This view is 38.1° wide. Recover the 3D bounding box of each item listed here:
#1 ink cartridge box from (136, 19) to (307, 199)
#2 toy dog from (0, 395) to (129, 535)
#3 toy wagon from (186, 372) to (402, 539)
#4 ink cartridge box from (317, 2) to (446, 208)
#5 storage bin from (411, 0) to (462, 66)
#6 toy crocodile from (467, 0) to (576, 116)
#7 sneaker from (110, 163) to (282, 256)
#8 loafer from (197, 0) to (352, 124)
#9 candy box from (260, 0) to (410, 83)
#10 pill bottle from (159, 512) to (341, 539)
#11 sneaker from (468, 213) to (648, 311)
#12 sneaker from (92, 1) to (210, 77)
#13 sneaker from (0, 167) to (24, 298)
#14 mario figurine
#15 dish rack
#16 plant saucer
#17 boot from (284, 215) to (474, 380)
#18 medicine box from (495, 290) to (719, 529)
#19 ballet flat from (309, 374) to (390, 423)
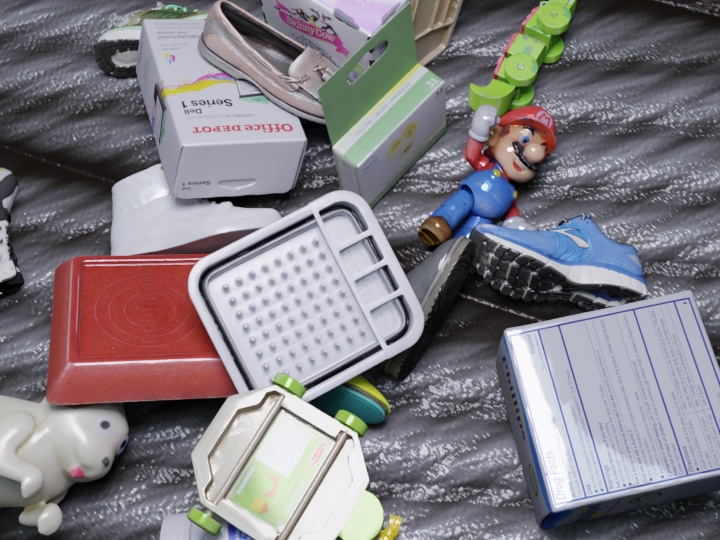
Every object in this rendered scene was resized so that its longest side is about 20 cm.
[{"bbox_3d":[-0.158,-0.185,1.167,0.144,0.084,0.201,-6,55,-23],"label":"ink cartridge box"},{"bbox_3d":[-0.331,0.179,1.049,0.198,0.140,0.194,-13,30,0],"label":"toy dog"},{"bbox_3d":[-0.054,0.194,0.939,0.199,0.040,0.156,29,73,13],"label":"toy wagon"},{"bbox_3d":[0.029,-0.170,1.124,0.048,0.200,0.146,38,74,20],"label":"ink cartridge box"},{"bbox_3d":[0.021,-0.360,1.213,0.200,0.199,0.094,42,58,18],"label":"storage bin"},{"bbox_3d":[0.196,-0.256,1.223,0.061,0.068,0.201,29,72,16],"label":"toy crocodile"},{"bbox_3d":[-0.186,-0.074,1.166,0.198,0.074,0.117,-8,69,1],"label":"sneaker"},{"bbox_3d":[-0.082,-0.224,1.128,0.199,0.063,0.072,27,48,0],"label":"loafer"},{"bbox_3d":[-0.027,-0.266,1.169,0.167,0.200,0.072,36,73,18],"label":"candy box"},{"bbox_3d":[-0.085,0.264,0.994,0.198,0.112,0.113,-6,66,1],"label":"pill bottle"},{"bbox_3d":[0.209,-0.016,1.114,0.198,0.079,0.090,15,55,-10],"label":"sneaker"},{"bbox_3d":[-0.227,-0.302,1.271,0.198,0.077,0.089,-8,58,-2],"label":"sneaker"},{"bbox_3d":[-0.412,-0.015,1.166,0.087,0.076,0.201,18,71,-6],"label":"sneaker"},{"bbox_3d":[0.153,-0.097,1.132,0.106,0.124,0.201,29,75,28],"label":"mario figurine"},{"bbox_3d":[-0.054,0.033,1.032,0.199,0.044,0.173,-27,88,-13],"label":"dish rack"},{"bbox_3d":[-0.218,0.048,1.072,0.198,0.037,0.200,-2,42,-12],"label":"plant saucer"},{"bbox_3d":[0.000,-0.001,1.108,0.199,0.072,0.183,35,97,21],"label":"boot"},{"bbox_3d":[0.253,0.138,1.030,0.198,0.103,0.183,-12,66,-1],"label":"medicine box"},{"bbox_3d":[-0.061,0.105,1.090,0.198,0.067,0.067,10,51,9],"label":"ballet flat"}]
